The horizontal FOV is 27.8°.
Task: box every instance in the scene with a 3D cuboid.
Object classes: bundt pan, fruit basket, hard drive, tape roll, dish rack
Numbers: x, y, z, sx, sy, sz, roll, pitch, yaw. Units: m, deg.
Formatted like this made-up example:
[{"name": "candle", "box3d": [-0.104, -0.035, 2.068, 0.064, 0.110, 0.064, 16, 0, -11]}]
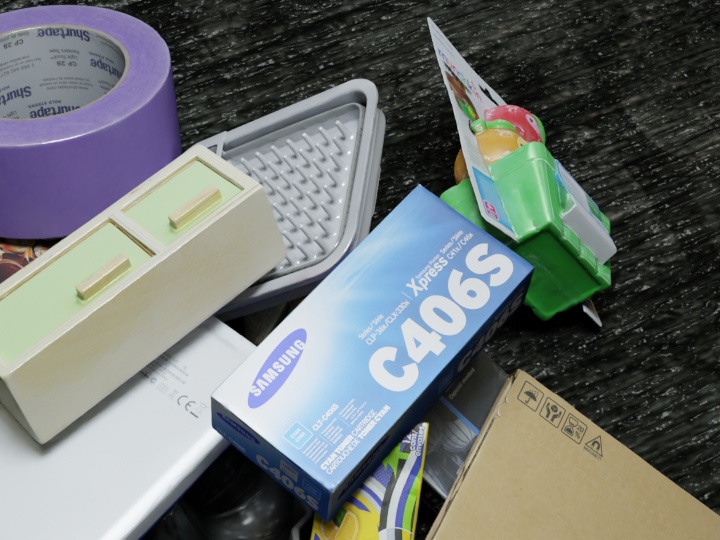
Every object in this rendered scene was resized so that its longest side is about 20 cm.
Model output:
[{"name": "bundt pan", "box3d": [-0.128, 0.164, 0.932, 0.199, 0.076, 0.203, 0, 53, 0]}, {"name": "fruit basket", "box3d": [0.121, -0.075, 1.092, 0.093, 0.185, 0.202, -24, 51, 23]}, {"name": "hard drive", "box3d": [-0.159, 0.100, 0.914, 0.131, 0.025, 0.200, 33, 62, 23]}, {"name": "tape roll", "box3d": [-0.238, -0.117, 1.111, 0.198, 0.086, 0.201, -1, 40, 1]}, {"name": "dish rack", "box3d": [-0.065, -0.036, 1.021, 0.199, 0.044, 0.173, -19, 45, 33]}]

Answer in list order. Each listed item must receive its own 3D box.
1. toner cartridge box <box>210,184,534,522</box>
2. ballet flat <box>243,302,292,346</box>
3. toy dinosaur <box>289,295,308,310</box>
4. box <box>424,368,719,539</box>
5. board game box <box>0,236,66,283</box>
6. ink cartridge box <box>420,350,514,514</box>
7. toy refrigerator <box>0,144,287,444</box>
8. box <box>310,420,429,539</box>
[{"name": "toner cartridge box", "box3d": [0.009, 0.045, 0.880, 0.095, 0.043, 0.200, 35, 62, 17]}, {"name": "ballet flat", "box3d": [-0.056, -0.016, 1.089, 0.062, 0.068, 0.201, 31, 45, -2]}, {"name": "toy dinosaur", "box3d": [0.000, 0.000, 0.991, 0.100, 0.058, 0.201, -8, 42, 21]}, {"name": "box", "box3d": [0.146, 0.183, 0.936, 0.199, 0.021, 0.164, 36, 57, -6]}, {"name": "board game box", "box3d": [-0.205, 0.002, 1.082, 0.198, 0.035, 0.136, -18, 56, -18]}, {"name": "ink cartridge box", "box3d": [0.063, 0.105, 0.979, 0.200, 0.039, 0.100, 41, 65, 1]}, {"name": "toy refrigerator", "box3d": [-0.150, 0.009, 0.914, 0.199, 0.070, 0.076, -37, 46, -20]}, {"name": "box", "box3d": [-0.003, 0.190, 0.888, 0.064, 0.070, 0.202, 9, 76, 1]}]
